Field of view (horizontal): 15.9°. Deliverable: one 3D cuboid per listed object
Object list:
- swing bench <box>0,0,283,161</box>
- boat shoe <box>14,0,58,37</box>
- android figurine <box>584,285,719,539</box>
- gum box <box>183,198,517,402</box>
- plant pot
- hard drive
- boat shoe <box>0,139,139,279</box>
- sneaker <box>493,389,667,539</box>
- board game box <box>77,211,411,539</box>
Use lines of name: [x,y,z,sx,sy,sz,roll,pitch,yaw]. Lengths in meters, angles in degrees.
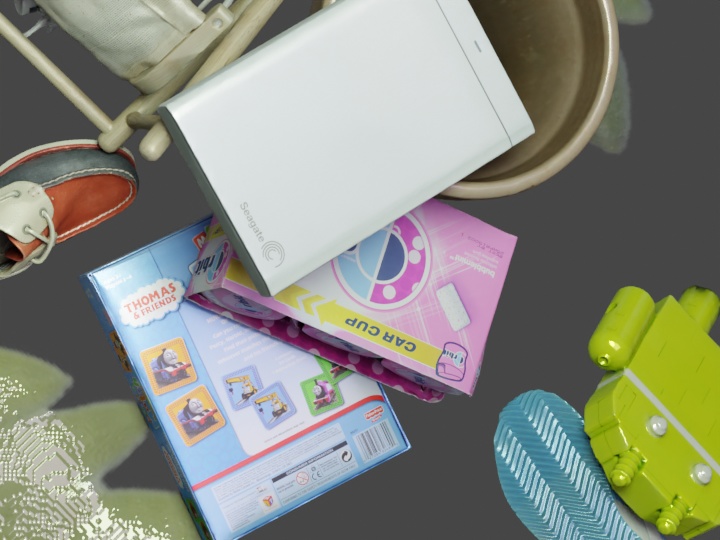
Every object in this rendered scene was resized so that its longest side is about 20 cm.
swing bench: [-0.143,-0.206,1.579,0.199,0.130,0.200,45,81,-18]
boat shoe: [-0.204,-0.188,1.663,0.202,0.075,0.086,11,83,-15]
android figurine: [0.221,0.099,1.755,0.182,0.041,0.200,48,42,-9]
gum box: [0.000,0.000,1.688,0.200,0.066,0.114,24,73,-21]
plant pot: [0.045,-0.137,1.689,0.200,0.175,0.200,1,86,-19]
hard drive: [-0.006,-0.091,1.561,0.200,0.027,0.132,-32,102,-17]
boat shoe: [-0.230,-0.025,1.638,0.200,0.063,0.071,-19,132,-15]
sneaker: [0.158,0.173,1.761,0.076,0.081,0.200,-33,76,4]
board game box: [-0.076,0.061,1.709,0.151,0.037,0.200,-26,96,-18]
